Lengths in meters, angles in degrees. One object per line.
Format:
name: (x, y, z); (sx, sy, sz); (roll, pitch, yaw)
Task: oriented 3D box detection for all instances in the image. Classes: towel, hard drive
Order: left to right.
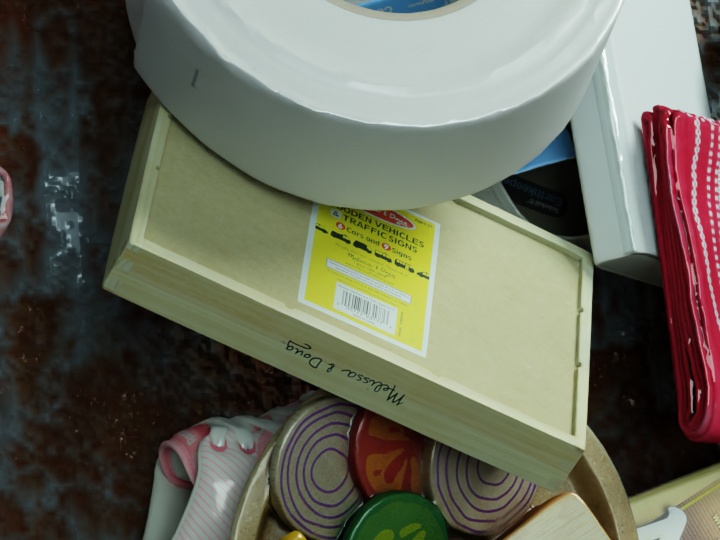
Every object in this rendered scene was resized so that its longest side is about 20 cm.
hard drive: (0.119, -0.095, 1.286); (0.026, 0.132, 0.202); (-15, 77, 24)
towel: (0.191, 0.008, 1.277); (0.199, 0.022, 0.146); (8, 72, -50)

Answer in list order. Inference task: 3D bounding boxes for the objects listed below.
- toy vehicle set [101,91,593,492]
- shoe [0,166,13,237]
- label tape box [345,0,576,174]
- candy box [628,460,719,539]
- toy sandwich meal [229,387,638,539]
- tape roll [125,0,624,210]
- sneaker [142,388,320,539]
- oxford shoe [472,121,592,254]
toy vehicle set: (0.000, 0.000, 1.167); (0.199, 0.027, 0.125); (25, 37, -12)
shoe: (-0.237, -0.009, 1.164); (0.199, 0.091, 0.072); (-10, 80, -19)
label tape box: (-0.002, -0.129, 1.247); (0.143, 0.063, 0.201); (-16, 68, -8)
candy box: (0.111, 0.160, 1.251); (0.199, 0.055, 0.116); (-19, 85, -20)
toy sandwich meal: (0.042, 0.130, 1.158); (0.204, 0.070, 0.207); (2, 84, -23)
tape roll: (0.006, -0.127, 1.164); (0.201, 0.071, 0.204); (4, 64, -8)
sneaker: (-0.019, 0.071, 1.221); (0.104, 0.075, 0.201); (36, 73, -12)
oxford shoe: (0.027, -0.052, 1.277); (0.199, 0.058, 0.076); (15, 75, -12)
